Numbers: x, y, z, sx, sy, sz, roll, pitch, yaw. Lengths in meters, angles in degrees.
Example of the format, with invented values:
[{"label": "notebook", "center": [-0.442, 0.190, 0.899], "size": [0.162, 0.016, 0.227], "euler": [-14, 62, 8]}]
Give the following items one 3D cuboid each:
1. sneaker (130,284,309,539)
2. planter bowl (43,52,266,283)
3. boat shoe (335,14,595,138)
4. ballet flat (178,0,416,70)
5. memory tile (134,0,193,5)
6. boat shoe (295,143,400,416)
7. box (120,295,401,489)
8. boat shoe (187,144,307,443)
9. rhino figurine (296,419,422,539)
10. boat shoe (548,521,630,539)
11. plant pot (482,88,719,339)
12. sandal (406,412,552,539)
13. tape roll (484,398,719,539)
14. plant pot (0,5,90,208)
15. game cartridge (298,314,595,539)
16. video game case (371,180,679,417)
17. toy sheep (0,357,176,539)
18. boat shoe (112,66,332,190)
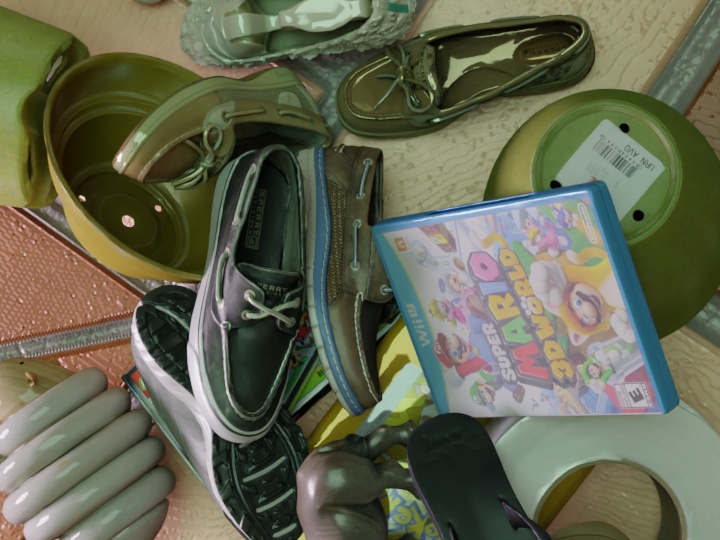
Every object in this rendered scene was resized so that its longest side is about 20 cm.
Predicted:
[{"label": "sneaker", "center": [-0.098, 0.107, 1.038], "size": [0.074, 0.079, 0.201], "euler": [-26, 80, -26]}, {"label": "planter bowl", "center": [-0.155, -0.056, 1.081], "size": [0.201, 0.200, 0.083], "euler": [54, 131, 11]}, {"label": "boat shoe", "center": [0.073, -0.151, 1.086], "size": [0.199, 0.063, 0.074], "euler": [-17, 81, 8]}, {"label": "ballet flat", "center": [-0.058, -0.189, 1.088], "size": [0.199, 0.072, 0.072], "euler": [-5, 82, 23]}, {"label": "memory tile", "center": [-0.091, -0.276, 1.130], "size": [0.199, 0.017, 0.154], "euler": [4, 104, 9]}, {"label": "boat shoe", "center": [0.000, 0.000, 1.029], "size": [0.072, 0.072, 0.201], "euler": [-12, 72, 8]}, {"label": "box", "center": [-0.069, 0.057, 1.098], "size": [0.200, 0.035, 0.110], "euler": [-42, 78, 3]}, {"label": "boat shoe", "center": [-0.072, 0.014, 0.988], "size": [0.070, 0.064, 0.201], "euler": [6, 81, -26]}, {"label": "rhino figurine", "center": [0.000, 0.204, 1.009], "size": [0.087, 0.060, 0.201], "euler": [-4, 105, -9]}, {"label": "boat shoe", "center": [0.096, 0.239, 0.938], "size": [0.200, 0.065, 0.072], "euler": [-41, 69, -17]}, {"label": "plant pot", "center": [0.164, -0.048, 0.987], "size": [0.186, 0.200, 0.188], "euler": [-1, 82, 10]}, {"label": "sandal", "center": [0.087, 0.176, 0.909], "size": [0.076, 0.043, 0.201], "euler": [-29, 65, -12]}, {"label": "tape roll", "center": [0.164, 0.173, 1.001], "size": [0.201, 0.071, 0.204], "euler": [0, 93, 0]}, {"label": "plant pot", "center": [-0.304, -0.130, 1.083], "size": [0.183, 0.200, 0.202], "euler": [14, 85, 8]}, {"label": "game cartridge", "center": [0.041, 0.160, 1.052], "size": [0.176, 0.032, 0.200], "euler": [37, 90, 1]}, {"label": "video game case", "center": [0.098, 0.025, 0.929], "size": [0.018, 0.199, 0.144], "euler": [-29, 103, -37]}, {"label": "toy sheep", "center": [-0.203, 0.148, 1.066], "size": [0.138, 0.138, 0.200], "euler": [-36, 93, 4]}, {"label": "boat shoe", "center": [-0.093, -0.094, 1.048], "size": [0.063, 0.200, 0.073], "euler": [49, 122, 11]}]
